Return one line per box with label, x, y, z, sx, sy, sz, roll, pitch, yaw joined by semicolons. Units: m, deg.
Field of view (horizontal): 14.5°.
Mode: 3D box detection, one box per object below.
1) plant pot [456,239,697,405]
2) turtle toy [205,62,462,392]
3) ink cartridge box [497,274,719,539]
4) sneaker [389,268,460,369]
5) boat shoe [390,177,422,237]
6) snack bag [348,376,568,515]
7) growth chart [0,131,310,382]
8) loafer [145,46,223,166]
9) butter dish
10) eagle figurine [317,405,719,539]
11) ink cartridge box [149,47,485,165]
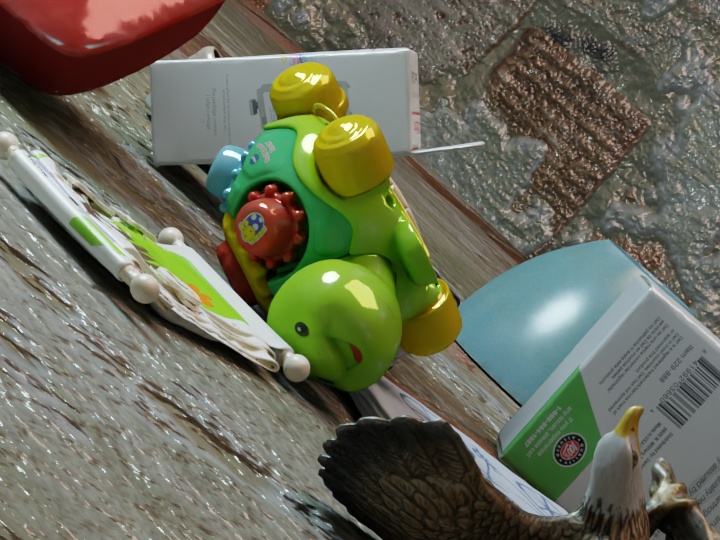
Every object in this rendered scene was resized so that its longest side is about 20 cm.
plant pot;0.183;0.055;2.197;0.200;0.135;0.200;40;6;-5
turtle toy;-0.018;-0.009;1.469;0.146;0.101;0.200;66;-6;-31
ink cartridge box;0.206;0.123;1.772;0.200;0.146;0.084;42;4;-3
sneaker;0.000;0.000;1.722;0.114;0.075;0.200;46;6;-3
boat shoe;-0.030;-0.059;1.956;0.200;0.072;0.065;44;-7;10
snack bag;0.075;0.129;1.472;0.189;0.021;0.200;38;6;-27
growth chart;-0.101;-0.006;1.340;0.145;0.018;0.200;43;5;28
loafer;-0.057;-0.070;1.891;0.200;0.063;0.072;43;5;14
butter dish;-0.166;-0.173;1.603;0.199;0.148;0.200;43;48;20
eagle figurine;0.085;0.125;1.189;0.200;0.151;0.152;-6;-4;-43
ink cartridge box;-0.024;-0.102;1.753;0.200;0.068;0.116;-2;4;3
